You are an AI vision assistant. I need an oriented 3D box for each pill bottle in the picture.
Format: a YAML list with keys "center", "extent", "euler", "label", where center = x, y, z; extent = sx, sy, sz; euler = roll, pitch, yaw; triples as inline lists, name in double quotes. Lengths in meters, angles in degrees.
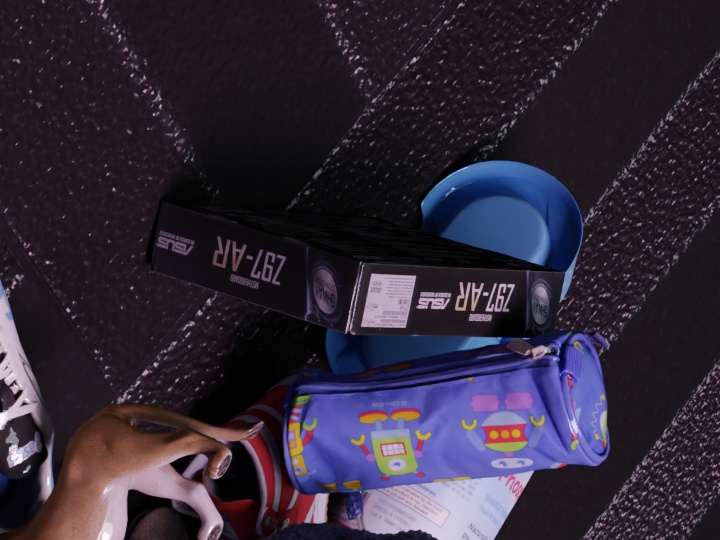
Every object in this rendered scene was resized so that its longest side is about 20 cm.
- center: [0.058, 0.120, 1.883]
  extent: [0.200, 0.109, 0.109]
  euler: [-58, 142, -10]
  label: "pill bottle"

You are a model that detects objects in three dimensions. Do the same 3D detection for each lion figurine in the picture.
- center: [-0.151, 0.137, 1.546]
  extent: [0.200, 0.122, 0.072]
  euler: [-55, 158, -10]
  label: "lion figurine"

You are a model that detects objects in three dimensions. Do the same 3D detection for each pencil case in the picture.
- center: [0.050, 0.084, 1.698]
  extent: [0.078, 0.200, 0.087]
  euler: [-76, 151, -49]
  label: "pencil case"

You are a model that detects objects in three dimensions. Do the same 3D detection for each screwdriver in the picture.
- center: [-0.001, 0.169, 1.800]
  extent: [0.029, 0.200, 0.028]
  euler: [4, 143, -18]
  label: "screwdriver"

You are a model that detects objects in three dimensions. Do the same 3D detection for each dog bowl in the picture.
- center: [0.064, 0.020, 1.841]
  extent: [0.200, 0.111, 0.050]
  euler: [-51, 154, -19]
  label: "dog bowl"

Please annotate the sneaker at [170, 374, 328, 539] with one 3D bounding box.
- center: [-0.065, 0.173, 1.781]
  extent: [0.112, 0.071, 0.200]
  euler: [-26, 122, -57]
  label: "sneaker"

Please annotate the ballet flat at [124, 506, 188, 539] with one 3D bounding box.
- center: [-0.123, 0.246, 1.766]
  extent: [0.068, 0.067, 0.200]
  euler: [-9, 115, -49]
  label: "ballet flat"

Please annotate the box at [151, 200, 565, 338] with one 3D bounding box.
- center: [0.000, 0.000, 1.703]
  extent: [0.200, 0.160, 0.044]
  euler: [3, 101, -52]
  label: "box"

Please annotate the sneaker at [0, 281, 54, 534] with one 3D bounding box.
- center: [-0.203, 0.068, 1.570]
  extent: [0.072, 0.072, 0.200]
  euler: [-35, 132, -32]
  label: "sneaker"

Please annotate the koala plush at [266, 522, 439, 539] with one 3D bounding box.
- center: [-0.036, 0.237, 1.622]
  extent: [0.200, 0.184, 0.178]
  euler: [-11, 87, -37]
  label: "koala plush"
